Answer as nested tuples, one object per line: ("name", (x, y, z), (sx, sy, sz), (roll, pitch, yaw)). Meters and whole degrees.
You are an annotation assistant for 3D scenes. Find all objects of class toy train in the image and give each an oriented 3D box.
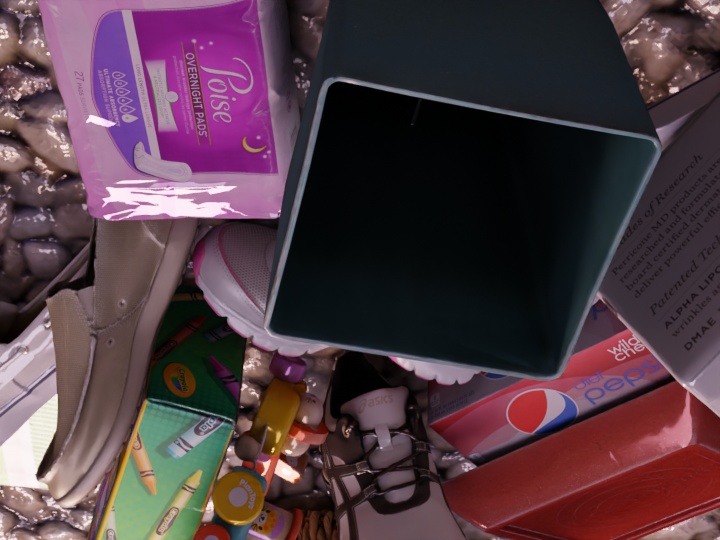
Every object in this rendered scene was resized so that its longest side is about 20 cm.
("toy train", (-0.061, 0.141, 0.921), (0.055, 0.201, 0.151), (22, 127, 0))

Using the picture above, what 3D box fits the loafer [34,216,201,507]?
("loafer", (-0.152, 0.035, 0.844), (0.068, 0.076, 0.202), (19, 89, -14))

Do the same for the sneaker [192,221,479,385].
("sneaker", (0.000, 0.000, 0.868), (0.198, 0.082, 0.089), (11, 134, -21))

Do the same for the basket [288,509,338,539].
("basket", (-0.012, 0.285, 1.064), (0.147, 0.201, 0.144), (-4, 137, 3))

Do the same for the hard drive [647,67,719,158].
("hard drive", (0.237, -0.029, 0.807), (0.131, 0.025, 0.201), (-28, 122, -4))

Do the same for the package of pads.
("package of pads", (-0.095, -0.119, 0.746), (0.119, 0.076, 0.201), (-1, 135, 4))

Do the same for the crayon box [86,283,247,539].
("crayon box", (-0.127, 0.124, 0.927), (0.058, 0.119, 0.201), (16, 122, -10))

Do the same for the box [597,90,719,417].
("box", (0.250, 0.002, 0.735), (0.200, 0.131, 0.199), (-47, 122, 8))

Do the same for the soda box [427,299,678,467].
("soda box", (0.136, 0.049, 0.912), (0.199, 0.070, 0.063), (-30, 127, 28))

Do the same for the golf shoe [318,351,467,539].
("golf shoe", (0.013, 0.127, 0.912), (0.077, 0.200, 0.095), (-14, 122, -15))

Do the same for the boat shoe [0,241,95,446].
("boat shoe", (-0.222, 0.045, 0.905), (0.201, 0.075, 0.086), (-35, 116, 15))

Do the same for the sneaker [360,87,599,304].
("sneaker", (0.069, -0.039, 0.824), (0.198, 0.074, 0.071), (25, 134, -21))

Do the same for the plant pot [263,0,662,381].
("plant pot", (0.037, -0.078, 0.691), (0.140, 0.201, 0.142), (9, 131, -9))

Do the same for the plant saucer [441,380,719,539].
("plant saucer", (0.180, 0.142, 0.978), (0.198, 0.037, 0.199), (-28, 149, 26))

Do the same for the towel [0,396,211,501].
("towel", (-0.199, 0.102, 1.012), (0.197, 0.024, 0.154), (5, 134, -1))
